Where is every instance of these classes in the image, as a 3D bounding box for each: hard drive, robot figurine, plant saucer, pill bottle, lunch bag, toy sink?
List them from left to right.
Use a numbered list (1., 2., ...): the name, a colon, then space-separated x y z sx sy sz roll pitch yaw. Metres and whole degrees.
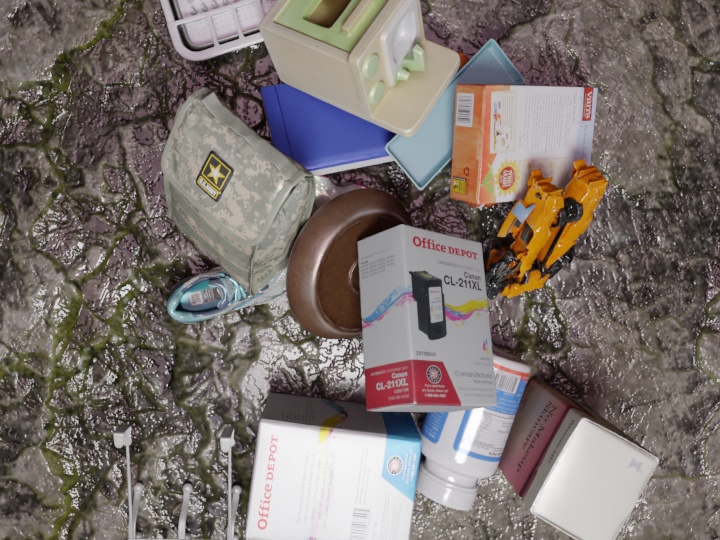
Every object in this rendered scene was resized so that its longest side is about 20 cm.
1. lunch bag: -0.142 -0.093 0.866 0.164 0.201 0.117 40 61 13
2. hard drive: -0.016 -0.189 0.942 0.197 0.025 0.134 -12 66 -8
3. plant saucer: 0.000 0.000 0.936 0.198 0.034 0.203 -17 121 -30
4. toy sink: 0.003 -0.270 0.882 0.198 0.112 0.131 29 74 21
5. plant saucer: 0.115 -0.191 0.917 0.200 0.019 0.070 -46 104 -10
6. pill bottle: 0.138 0.197 0.975 0.111 0.112 0.203 19 93 -4
7. robot figurine: 0.222 -0.042 0.934 0.143 0.201 0.059 -14 56 -26

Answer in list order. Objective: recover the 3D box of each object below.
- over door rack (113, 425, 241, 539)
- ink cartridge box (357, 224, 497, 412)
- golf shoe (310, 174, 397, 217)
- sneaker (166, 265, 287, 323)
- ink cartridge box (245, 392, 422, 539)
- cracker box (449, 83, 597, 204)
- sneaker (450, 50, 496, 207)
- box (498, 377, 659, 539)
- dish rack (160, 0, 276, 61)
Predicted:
1. over door rack: -0.231 0.280 0.976 0.145 0.067 0.203 1 115 -2
2. ink cartridge box: 0.077 0.060 0.880 0.144 0.082 0.204 9 71 -40
3. golf shoe: -0.052 -0.084 0.965 0.197 0.075 0.093 17 98 -2
4. sneaker: -0.156 0.021 0.959 0.198 0.086 0.079 -25 96 -1
5. ink cartridge box: -0.036 0.253 0.952 0.196 0.146 0.149 8 94 -4
6. cracker box: 0.202 -0.158 0.922 0.197 0.057 0.136 -8 107 -34
7. sneaker: 0.148 -0.184 0.978 0.076 0.073 0.203 -16 97 -26
8. box: 0.257 0.234 0.938 0.108 0.200 0.129 29 92 -5
9. dish rack: -0.175 -0.378 0.950 0.169 0.044 0.203 -17 95 -1
